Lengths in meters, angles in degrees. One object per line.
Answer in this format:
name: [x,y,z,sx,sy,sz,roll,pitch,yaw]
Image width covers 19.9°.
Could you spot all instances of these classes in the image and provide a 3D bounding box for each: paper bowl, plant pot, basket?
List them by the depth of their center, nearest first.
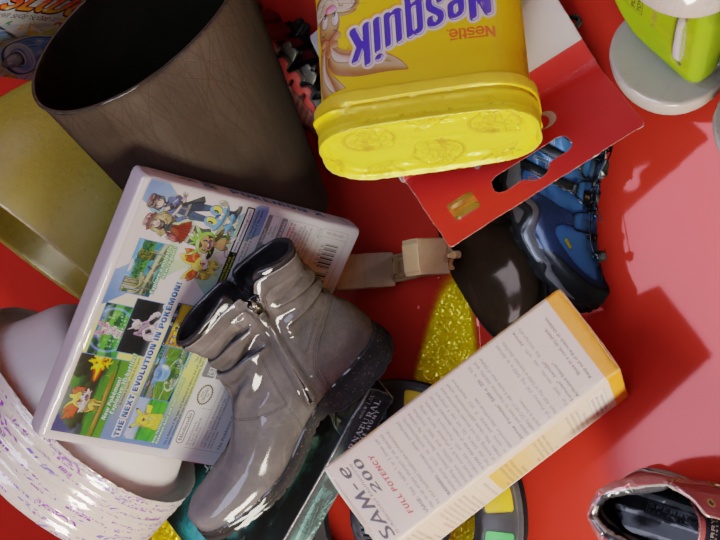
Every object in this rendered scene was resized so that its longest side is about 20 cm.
basket: [-0.113,-0.099,1.445,0.135,0.201,0.181,17,57,43]
paper bowl: [-0.205,0.105,1.526,0.104,0.200,0.201,-45,73,14]
plant pot: [-0.209,-0.074,1.552,0.199,0.200,0.142,32,77,21]

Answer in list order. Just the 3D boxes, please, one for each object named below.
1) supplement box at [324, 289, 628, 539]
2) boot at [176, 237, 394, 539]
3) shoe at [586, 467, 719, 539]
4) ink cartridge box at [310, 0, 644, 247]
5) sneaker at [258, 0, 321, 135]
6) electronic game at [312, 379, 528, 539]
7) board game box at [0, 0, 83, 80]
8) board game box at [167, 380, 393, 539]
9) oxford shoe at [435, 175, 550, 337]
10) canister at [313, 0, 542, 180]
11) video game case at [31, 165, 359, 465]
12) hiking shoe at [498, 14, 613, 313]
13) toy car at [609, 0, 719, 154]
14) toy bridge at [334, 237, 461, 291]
supplement box: [0.082,0.109,1.406,0.199,0.126,0.074,-37,75,0]
boot: [-0.083,0.079,1.422,0.200,0.131,0.070,-51,31,0]
shoe: [0.252,0.182,1.374,0.199,0.091,0.072,15,96,24]
ink cartridge box: [0.076,-0.133,1.409,0.160,0.050,0.201,-32,50,-1]
sneaker: [-0.086,-0.156,1.544,0.200,0.071,0.098,43,114,15]
electronic game: [0.029,0.181,1.506,0.198,0.042,0.202,0,90,25]
board game box: [-0.245,-0.193,1.545,0.135,0.200,0.035,-27,79,23]
board game box: [-0.063,0.140,1.522,0.135,0.028,0.201,43,108,49]
oxford shoe: [0.074,-0.040,1.462,0.072,0.084,0.202,-25,81,21]
canister: [0.039,-0.174,1.372,0.147,0.087,0.202,-8,68,9]
video game case: [-0.113,0.038,1.428,0.022,0.181,0.201,43,114,51]
hiking shoe: [0.142,-0.072,1.433,0.086,0.074,0.202,-22,81,24]
toy car: [0.262,-0.169,1.348,0.199,0.175,0.150,37,70,21]
toy bridge: [0.000,0.000,1.498,0.199,0.067,0.028,-9,85,46]
